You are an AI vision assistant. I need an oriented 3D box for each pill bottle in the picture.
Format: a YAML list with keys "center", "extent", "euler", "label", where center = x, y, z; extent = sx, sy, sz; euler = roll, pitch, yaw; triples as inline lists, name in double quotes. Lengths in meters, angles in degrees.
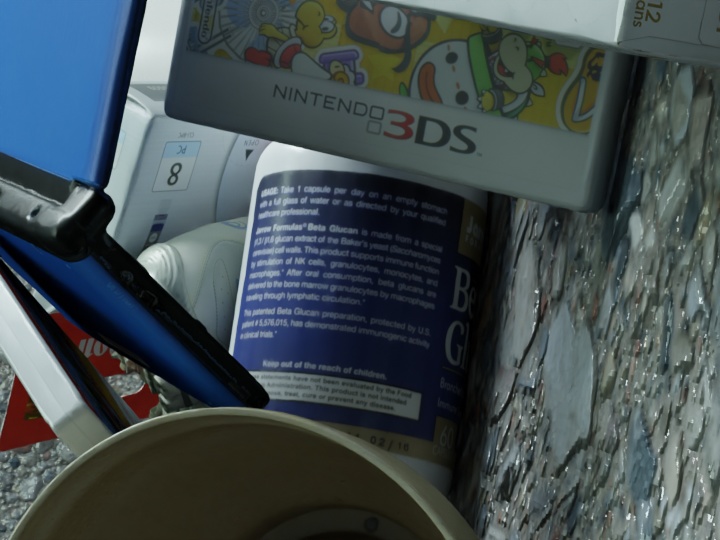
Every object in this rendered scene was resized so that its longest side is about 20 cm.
- center: [0.000, 0.000, 0.911]
  extent: [0.111, 0.110, 0.202]
  euler: [137, 141, -76]
  label: "pill bottle"

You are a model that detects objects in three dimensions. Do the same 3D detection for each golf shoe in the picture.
- center: [-0.061, 0.063, 0.985]
  extent: [0.078, 0.097, 0.201]
  euler: [37, 149, 40]
  label: "golf shoe"

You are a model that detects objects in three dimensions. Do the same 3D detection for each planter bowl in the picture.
- center: [-0.025, 0.151, 0.739]
  extent: [0.135, 0.198, 0.202]
  euler: [8, -88, -71]
  label: "planter bowl"

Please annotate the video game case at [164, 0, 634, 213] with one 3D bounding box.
- center: [0.023, -0.138, 0.734]
  extent: [0.023, 0.180, 0.202]
  euler: [-5, -73, -66]
  label: "video game case"

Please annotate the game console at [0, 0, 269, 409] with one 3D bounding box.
- center: [-0.101, -0.051, 0.812]
  extent: [0.119, 0.171, 0.200]
  euler: [-50, 28, -10]
  label: "game console"

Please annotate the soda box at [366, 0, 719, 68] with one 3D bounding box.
- center: [0.054, -0.109, 0.618]
  extent: [0.200, 0.063, 0.069]
  euler: [24, 106, 60]
  label: "soda box"

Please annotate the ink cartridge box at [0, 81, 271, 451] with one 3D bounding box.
- center: [-0.095, 0.002, 1.017]
  extent: [0.160, 0.047, 0.202]
  euler: [-9, -58, -55]
  label: "ink cartridge box"

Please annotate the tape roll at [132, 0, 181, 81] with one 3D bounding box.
- center: [-0.073, -0.073, 1.200]
  extent: [0.203, 0.138, 0.205]
  euler: [-1, -90, -82]
  label: "tape roll"

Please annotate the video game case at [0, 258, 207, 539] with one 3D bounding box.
- center: [-0.106, 0.070, 0.842]
  extent: [0.143, 0.017, 0.200]
  euler: [49, 174, 41]
  label: "video game case"
